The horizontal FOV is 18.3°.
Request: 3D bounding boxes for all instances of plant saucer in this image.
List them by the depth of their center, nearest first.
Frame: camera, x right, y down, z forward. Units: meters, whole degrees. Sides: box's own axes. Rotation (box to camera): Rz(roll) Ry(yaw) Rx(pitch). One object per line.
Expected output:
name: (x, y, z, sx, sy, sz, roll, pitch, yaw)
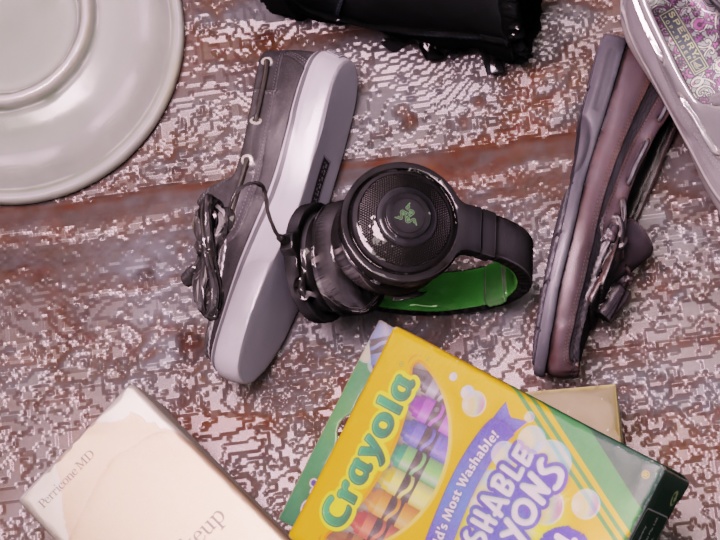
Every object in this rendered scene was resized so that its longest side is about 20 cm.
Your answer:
plant saucer: (-0.205, -0.141, 1.315, 0.198, 0.050, 0.202, -2, 75, 7)

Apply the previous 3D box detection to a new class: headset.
headset: (0.000, 0.000, 1.186, 0.199, 0.123, 0.095, 15, 68, -30)

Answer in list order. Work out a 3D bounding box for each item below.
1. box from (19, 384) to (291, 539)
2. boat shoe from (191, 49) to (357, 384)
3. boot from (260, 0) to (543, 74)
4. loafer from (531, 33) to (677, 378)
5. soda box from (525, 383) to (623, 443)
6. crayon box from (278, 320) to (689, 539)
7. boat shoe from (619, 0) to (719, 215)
box: (-0.080, 0.165, 1.205, 0.200, 0.078, 0.095, 42, 85, 15)
boat shoe: (-0.060, -0.036, 1.262, 0.066, 0.070, 0.201, 12, 77, 18)
boot: (0.013, -0.171, 1.224, 0.161, 0.198, 0.074, 13, 80, 17)
loafer: (0.142, -0.034, 1.235, 0.063, 0.072, 0.201, 12, 74, 6)
soda box: (0.114, 0.166, 1.188, 0.067, 0.064, 0.202, -5, 75, 6)
crayon box: (0.052, 0.117, 1.156, 0.199, 0.052, 0.126, 27, 89, 28)
boat shoe: (0.205, -0.088, 1.192, 0.072, 0.069, 0.201, -26, 75, 2)
